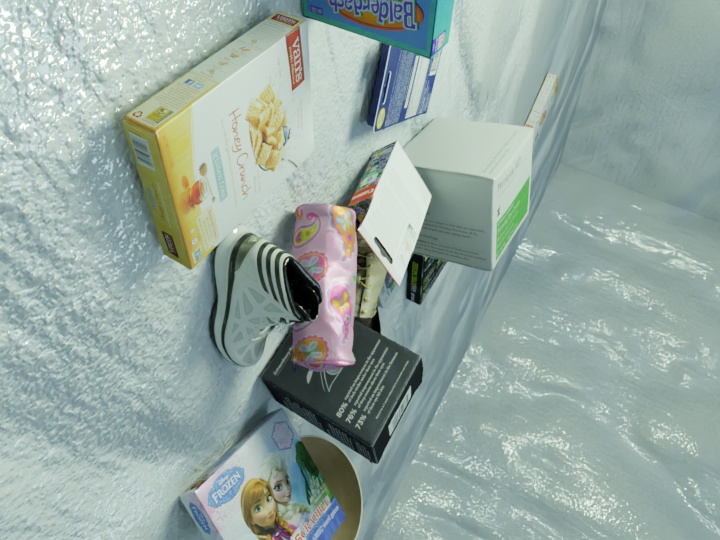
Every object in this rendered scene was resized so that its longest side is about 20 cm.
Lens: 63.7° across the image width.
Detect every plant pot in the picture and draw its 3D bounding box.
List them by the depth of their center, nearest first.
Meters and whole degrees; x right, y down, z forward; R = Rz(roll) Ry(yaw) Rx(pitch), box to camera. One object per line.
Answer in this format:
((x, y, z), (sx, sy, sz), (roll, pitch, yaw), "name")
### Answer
((-0.112, 0.390, 0.966), (0.133, 0.202, 0.200), (-28, -169, 44), "plant pot")

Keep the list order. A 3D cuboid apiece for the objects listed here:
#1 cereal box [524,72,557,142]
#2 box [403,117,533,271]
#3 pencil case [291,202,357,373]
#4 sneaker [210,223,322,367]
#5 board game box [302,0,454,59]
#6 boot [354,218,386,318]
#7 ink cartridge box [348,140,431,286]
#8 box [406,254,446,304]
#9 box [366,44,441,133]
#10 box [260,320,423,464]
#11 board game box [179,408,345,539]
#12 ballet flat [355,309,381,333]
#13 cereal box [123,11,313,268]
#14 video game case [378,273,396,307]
((0.611, -0.543, 1.963), (0.205, 0.039, 0.143), (-67, 161, 2), "cereal box")
((0.176, -0.141, 1.006), (0.199, 0.196, 0.175), (-46, 139, -41), "box")
((-0.045, 0.021, 0.714), (0.087, 0.085, 0.207), (23, 66, -71), "pencil case")
((-0.104, 0.056, 0.654), (0.076, 0.113, 0.204), (-46, 153, -42), "sneaker")
((0.017, -0.307, 0.498), (0.045, 0.149, 0.203), (-48, 155, -37), "board game box")
((0.000, 0.000, 0.930), (0.200, 0.071, 0.159), (-7, 117, -74), "boot")
((0.038, -0.080, 0.830), (0.110, 0.049, 0.203), (51, 42, -28), "ink cartridge box")
((0.174, -0.050, 1.377), (0.202, 0.047, 0.195), (-54, 155, -28), "box")
((0.062, -0.275, 0.831), (0.200, 0.032, 0.124), (-39, 147, -55), "box")
((-0.025, 0.162, 0.862), (0.149, 0.197, 0.105), (-55, 159, -22), "box")
((-0.129, 0.339, 0.829), (0.041, 0.203, 0.199), (-28, -175, 35), "board game box")
((0.024, 0.107, 1.156), (0.068, 0.045, 0.202), (-56, 158, -27), "ballet flat")
((-0.111, -0.119, 0.521), (0.201, 0.039, 0.146), (-52, 157, -35), "cereal box")
((0.074, -0.046, 1.146), (0.203, 0.023, 0.183), (-60, 160, -17), "video game case")
